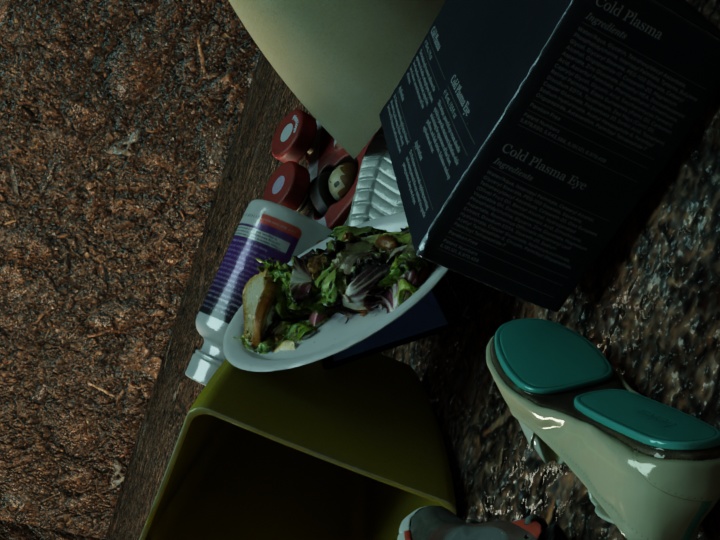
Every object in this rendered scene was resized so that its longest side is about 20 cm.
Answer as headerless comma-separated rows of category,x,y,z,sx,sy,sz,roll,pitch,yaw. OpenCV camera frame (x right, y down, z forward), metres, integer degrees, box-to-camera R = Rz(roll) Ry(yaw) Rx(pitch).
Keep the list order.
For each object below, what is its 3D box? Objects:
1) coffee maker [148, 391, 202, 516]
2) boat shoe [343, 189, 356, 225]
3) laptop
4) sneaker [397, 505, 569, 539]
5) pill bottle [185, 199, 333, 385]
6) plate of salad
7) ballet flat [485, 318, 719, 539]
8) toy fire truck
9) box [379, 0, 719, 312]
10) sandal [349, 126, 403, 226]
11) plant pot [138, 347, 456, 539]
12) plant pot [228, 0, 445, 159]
coffee maker,-0.184,0.241,1.268,0.192,0.134,0.200,-95,26,-54
boat shoe,-0.001,-0.001,0.980,0.065,0.074,0.203,119,165,-58
laptop,0.040,-0.033,0.794,0.177,0.103,0.201,-110,38,-65
sneaker,0.084,0.173,0.537,0.082,0.077,0.200,-47,17,-1
pill bottle,-0.107,0.035,1.022,0.201,0.111,0.111,-66,14,-7
plate of salad,-0.020,0.003,0.715,0.199,0.048,0.200,-24,22,11
ballet flat,0.116,0.082,0.496,0.200,0.069,0.070,-132,59,-71
toy fire truck,-0.018,-0.129,1.122,0.168,0.112,0.201,-33,41,41
box,0.107,-0.112,0.597,0.182,0.104,0.200,-60,20,27
sandal,0.035,-0.071,0.940,0.050,0.082,0.203,32,-102,-61
plant pot,-0.047,0.155,0.777,0.177,0.199,0.200,-78,11,-57
plant pot,-0.026,-0.247,0.952,0.188,0.200,0.187,-51,5,6
